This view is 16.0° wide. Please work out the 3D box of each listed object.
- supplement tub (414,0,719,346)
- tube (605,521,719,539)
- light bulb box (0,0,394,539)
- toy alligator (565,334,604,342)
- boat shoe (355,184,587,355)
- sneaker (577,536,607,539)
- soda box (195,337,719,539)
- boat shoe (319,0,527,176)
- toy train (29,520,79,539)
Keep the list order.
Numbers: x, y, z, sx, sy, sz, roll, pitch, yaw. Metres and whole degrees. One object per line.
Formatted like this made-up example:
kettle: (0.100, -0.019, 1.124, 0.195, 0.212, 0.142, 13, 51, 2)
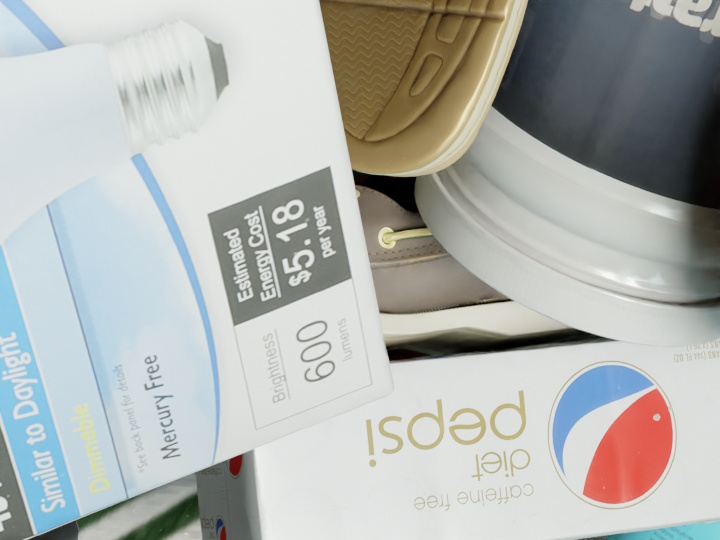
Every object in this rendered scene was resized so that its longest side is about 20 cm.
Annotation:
supplement tub: (0.107, -0.091, 0.832, 0.140, 0.140, 0.201, -2, 125, -36)
tube: (0.114, 0.128, 0.999, 0.077, 0.050, 0.201, 20, 111, -19)
light bulb box: (-0.117, -0.036, 0.688, 0.199, 0.125, 0.199, -22, 128, -12)
toy alligator: (0.149, 0.015, 1.026, 0.199, 0.060, 0.054, -20, 175, -24)
boat shoe: (0.000, 0.000, 0.888, 0.199, 0.060, 0.072, -3, 171, -32)
sneaker: (0.087, 0.125, 1.049, 0.076, 0.081, 0.200, -44, 138, 5)
soda box: (0.044, 0.062, 0.891, 0.199, 0.064, 0.068, -5, 88, -23)
boat shoe: (0.033, -0.117, 0.749, 0.069, 0.073, 0.201, 33, 63, -60)
toy train: (-0.177, 0.081, 0.781, 0.199, 0.114, 0.085, -27, 135, -18)
